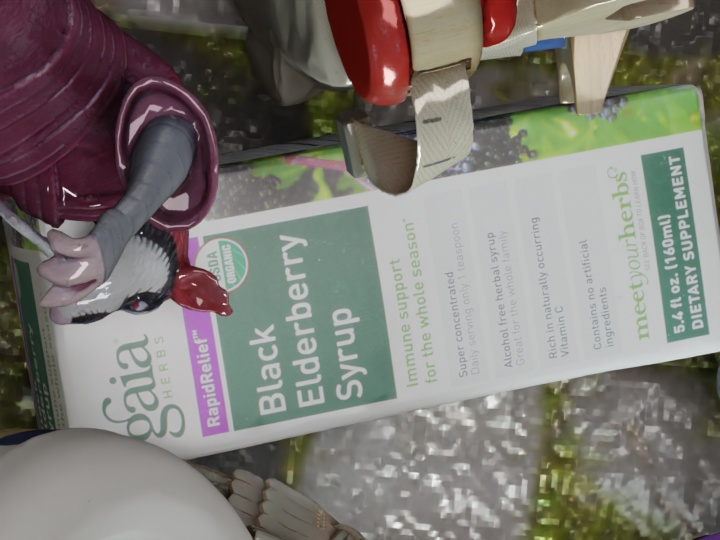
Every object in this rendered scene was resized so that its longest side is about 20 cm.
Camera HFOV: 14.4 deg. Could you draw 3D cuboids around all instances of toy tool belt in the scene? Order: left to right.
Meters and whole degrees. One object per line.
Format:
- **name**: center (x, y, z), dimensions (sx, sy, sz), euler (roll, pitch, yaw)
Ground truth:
- **toy tool belt**: center (0.033, -0.099, 0.775), dimensions (0.122, 0.200, 0.126), euler (-16, 108, -10)

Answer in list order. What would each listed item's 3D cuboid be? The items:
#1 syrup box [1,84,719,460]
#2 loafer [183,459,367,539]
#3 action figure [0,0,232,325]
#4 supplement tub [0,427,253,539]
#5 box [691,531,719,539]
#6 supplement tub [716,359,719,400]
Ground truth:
- **syrup box**: center (0.000, 0.000, 0.834), dimensions (0.199, 0.081, 0.079), euler (-11, 96, -15)
- **loafer**: center (0.002, 0.106, 0.796), dimensions (0.200, 0.063, 0.072), euler (43, 39, -37)
- **action figure**: center (-0.095, -0.057, 0.717), dimensions (0.200, 0.133, 0.150), euler (45, 54, -43)
- **supplement tub**: center (-0.133, 0.110, 0.699), dimensions (0.144, 0.199, 0.145), euler (4, 85, -58)
- **box**: center (0.148, 0.169, 0.865), dimensions (0.201, 0.136, 0.039), euler (59, 36, -11)
- **supplement tub**: center (0.188, -0.035, 0.852), dimensions (0.122, 0.122, 0.201), euler (19, 84, -15)
